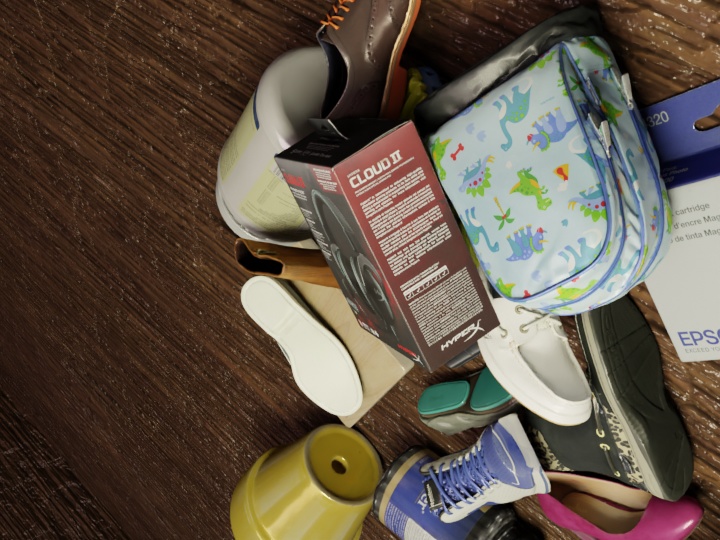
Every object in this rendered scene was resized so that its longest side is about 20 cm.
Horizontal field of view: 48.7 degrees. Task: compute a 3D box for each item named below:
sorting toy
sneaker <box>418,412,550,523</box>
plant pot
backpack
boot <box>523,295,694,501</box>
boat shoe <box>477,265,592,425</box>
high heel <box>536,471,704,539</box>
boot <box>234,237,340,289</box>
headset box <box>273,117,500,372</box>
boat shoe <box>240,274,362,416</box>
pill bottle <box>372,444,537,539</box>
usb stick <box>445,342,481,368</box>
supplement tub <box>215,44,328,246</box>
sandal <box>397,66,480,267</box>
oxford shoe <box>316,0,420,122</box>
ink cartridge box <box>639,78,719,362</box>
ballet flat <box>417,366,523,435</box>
[{"bbox_3d":[-0.023,0.068,0.988,0.199,0.069,0.200,50,146,10],"label":"sorting toy"},{"bbox_3d":[0.123,0.218,0.829,0.200,0.114,0.081,81,166,-68],"label":"sneaker"},{"bbox_3d":[-0.067,0.325,1.165,0.201,0.200,0.189,47,130,13],"label":"plant pot"},{"bbox_3d":[0.137,-0.066,0.583,0.163,0.154,0.201,-27,94,33],"label":"backpack"},{"bbox_3d":[0.205,0.114,0.740,0.153,0.073,0.205,-8,110,57],"label":"boot"},{"bbox_3d":[0.139,0.041,0.692,0.201,0.070,0.070,58,140,37],"label":"boat shoe"},{"bbox_3d":[0.244,0.230,0.786,0.096,0.067,0.200,43,149,1],"label":"high heel"},{"bbox_3d":[0.000,0.000,0.795,0.188,0.199,0.069,26,101,47],"label":"boot"},{"bbox_3d":[0.014,-0.036,0.649,0.201,0.077,0.149,63,165,-21],"label":"headset box"},{"bbox_3d":[-0.064,0.084,0.956,0.200,0.073,0.062,51,-170,-3],"label":"boat shoe"},{"bbox_3d":[0.120,0.313,0.977,0.199,0.112,0.112,30,139,33],"label":"pill bottle"},{"bbox_3d":[0.131,0.049,0.813,0.056,0.032,0.200,61,148,11],"label":"usb stick"},{"bbox_3d":[-0.063,-0.117,0.816,0.145,0.145,0.200,54,147,3],"label":"supplement tub"},{"bbox_3d":[0.085,-0.092,0.712,0.079,0.086,0.201,-46,59,62],"label":"sandal"},{"bbox_3d":[0.004,-0.219,0.678,0.071,0.072,0.202,-142,52,-57],"label":"oxford shoe"},{"bbox_3d":[0.276,-0.034,0.554,0.196,0.043,0.201,-16,106,56],"label":"ink cartridge box"},{"bbox_3d":[0.138,0.143,0.871,0.063,0.068,0.200,34,151,-17],"label":"ballet flat"}]
